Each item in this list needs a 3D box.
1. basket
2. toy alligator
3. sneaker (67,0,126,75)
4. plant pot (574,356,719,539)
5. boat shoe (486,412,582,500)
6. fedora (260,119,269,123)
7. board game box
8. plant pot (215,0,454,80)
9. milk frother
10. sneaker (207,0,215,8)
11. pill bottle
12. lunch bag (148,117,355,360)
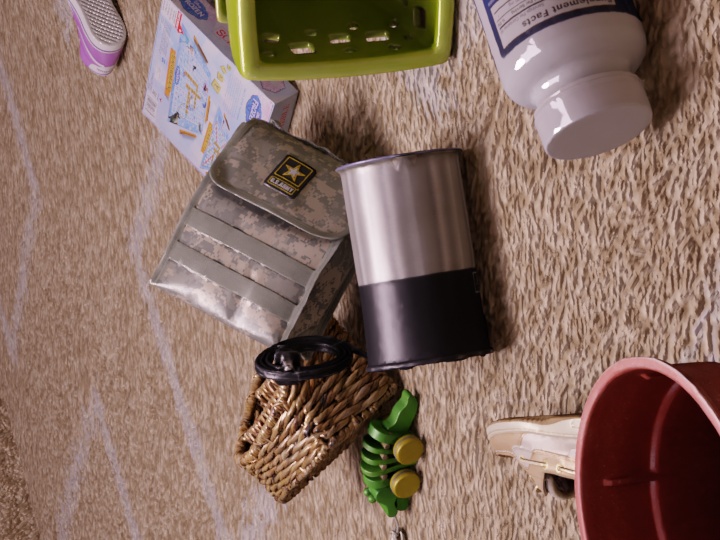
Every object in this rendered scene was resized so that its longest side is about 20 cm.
[{"bbox_3d":[-0.077,0.140,1.909,0.149,0.143,0.200,47,151,5],"label":"basket"},{"bbox_3d":[0.025,0.211,1.861,0.059,0.054,0.201,-128,36,-52],"label":"toy alligator"},{"bbox_3d":[-0.404,-0.380,2.691,0.114,0.072,0.201,117,140,-60],"label":"sneaker"},{"bbox_3d":[0.258,0.135,1.064,0.201,0.194,0.202,172,90,-69],"label":"plant pot"},{"bbox_3d":[0.162,0.151,1.473,0.200,0.073,0.070,165,102,-67],"label":"boat shoe"},{"bbox_3d":[-0.066,-0.059,1.937,0.177,0.090,0.201,-155,66,-63],"label":"fedora"},{"bbox_3d":[-0.166,-0.195,2.113,0.200,0.041,0.200,46,145,20],"label":"board game box"},{"bbox_3d":[-0.036,-0.295,1.651,0.182,0.199,0.200,-129,36,-61],"label":"plant pot"},{"bbox_3d":[0.000,0.000,1.653,0.180,0.199,0.189,165,97,-70],"label":"milk frother"},{"bbox_3d":[-0.174,-0.354,2.109,0.075,0.086,0.201,-126,36,-52],"label":"sneaker"},{"bbox_3d":[0.145,-0.188,1.341,0.111,0.111,0.201,125,132,-60],"label":"pill bottle"},{"bbox_3d":[-0.083,-0.036,1.789,0.201,0.164,0.118,-63,-16,1],"label":"lunch bag"}]
